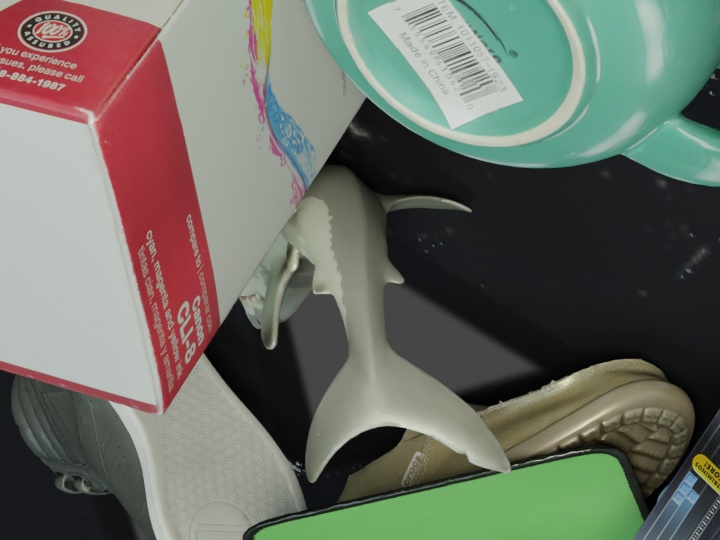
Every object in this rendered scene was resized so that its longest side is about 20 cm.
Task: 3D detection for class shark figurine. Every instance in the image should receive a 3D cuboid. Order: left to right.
[{"bbox_3d":[0.006,-0.007,1.000,0.089,0.214,0.128,-2,108,-16],"label":"shark figurine"}]

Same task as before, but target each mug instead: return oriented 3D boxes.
[{"bbox_3d":[0.069,-0.104,0.845,0.185,0.114,0.152,20,139,15],"label":"mug"}]

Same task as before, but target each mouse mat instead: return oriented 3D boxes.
[{"bbox_3d":[0.052,0.134,1.092,0.161,0.008,0.200,-14,145,10],"label":"mouse mat"}]

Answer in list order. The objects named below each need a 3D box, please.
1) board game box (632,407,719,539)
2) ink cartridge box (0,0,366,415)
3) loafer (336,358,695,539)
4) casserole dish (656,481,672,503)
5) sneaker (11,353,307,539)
[{"bbox_3d":[0.194,0.136,0.935,0.200,0.057,0.165,44,117,30],"label":"board game box"},{"bbox_3d":[-0.096,-0.081,0.912,0.145,0.200,0.145,14,140,22],"label":"ink cartridge box"},{"bbox_3d":[0.053,0.082,1.082,0.200,0.068,0.076,-32,140,33],"label":"loafer"},{"bbox_3d":[0.212,0.103,1.024,0.200,0.039,0.121,-16,121,43],"label":"casserole dish"},{"bbox_3d":[-0.090,0.094,1.160,0.200,0.071,0.099,58,148,12],"label":"sneaker"}]
